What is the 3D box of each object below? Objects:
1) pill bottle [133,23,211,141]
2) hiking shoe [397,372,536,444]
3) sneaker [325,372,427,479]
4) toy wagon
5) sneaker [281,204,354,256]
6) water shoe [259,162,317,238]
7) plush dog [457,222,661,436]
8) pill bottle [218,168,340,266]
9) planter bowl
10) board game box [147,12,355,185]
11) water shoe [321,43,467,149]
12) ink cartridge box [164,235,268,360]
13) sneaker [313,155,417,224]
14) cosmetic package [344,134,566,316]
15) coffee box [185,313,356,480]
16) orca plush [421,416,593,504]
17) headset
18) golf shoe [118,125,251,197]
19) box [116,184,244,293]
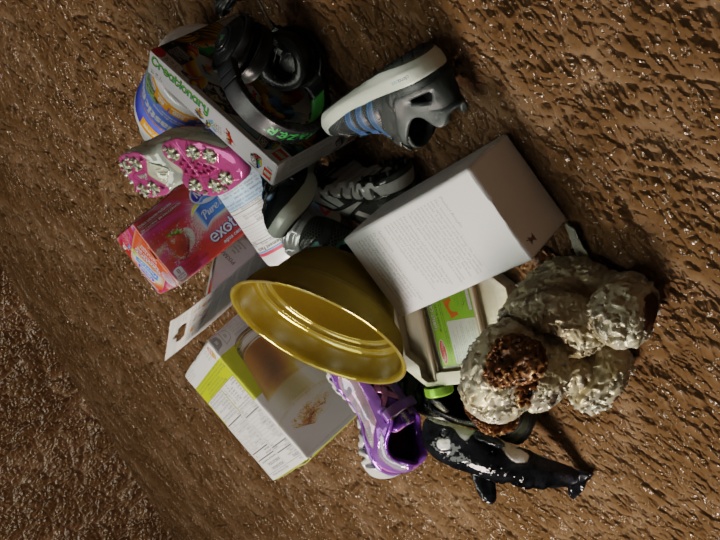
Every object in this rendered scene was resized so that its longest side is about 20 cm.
[{"bbox_3d":[-0.210,-0.207,1.455,0.112,0.112,0.200,52,156,-2],"label":"pill bottle"},{"bbox_3d":[0.105,0.137,1.401,0.200,0.076,0.101,12,165,43],"label":"hiking shoe"},{"bbox_3d":[0.025,0.151,1.406,0.088,0.080,0.201,0,113,64],"label":"sneaker"},{"bbox_3d":[0.079,0.057,1.296,0.199,0.040,0.156,-10,96,36],"label":"toy wagon"},{"bbox_3d":[0.000,0.000,1.357,0.091,0.078,0.200,23,174,44],"label":"sneaker"},{"bbox_3d":[-0.093,-0.106,1.306,0.079,0.200,0.072,33,117,-17],"label":"water shoe"},{"bbox_3d":[0.159,0.069,1.113,0.160,0.172,0.200,42,156,20],"label":"plush dog"},{"bbox_3d":[-0.093,-0.075,1.440,0.200,0.109,0.109,55,156,-10],"label":"pill bottle"},{"bbox_3d":[-0.029,0.033,1.265,0.200,0.084,0.201,22,156,10],"label":"planter bowl"},{"bbox_3d":[-0.113,-0.185,1.288,0.200,0.126,0.035,42,141,18],"label":"board game box"},{"bbox_3d":[0.027,-0.144,1.143,0.079,0.071,0.200,58,156,-5],"label":"water shoe"},{"bbox_3d":[-0.202,0.022,1.663,0.050,0.200,0.162,47,156,9],"label":"ink cartridge box"},{"bbox_3d":[0.004,-0.073,1.321,0.200,0.066,0.091,5,128,56],"label":"sneaker"},{"bbox_3d":[0.086,-0.039,1.156,0.102,0.071,0.200,53,142,-8],"label":"cosmetic package"},{"bbox_3d":[-0.085,0.131,1.612,0.198,0.200,0.200,49,156,2],"label":"coffee box"},{"bbox_3d":[0.158,0.232,1.381,0.199,0.071,0.105,22,170,-16],"label":"orca plush"},{"bbox_3d":[-0.104,-0.216,1.248,0.094,0.123,0.201,-34,64,41],"label":"headset"},{"bbox_3d":[-0.182,-0.131,1.337,0.199,0.092,0.076,4,130,43],"label":"golf shoe"},{"bbox_3d":[-0.193,-0.070,1.511,0.096,0.200,0.100,52,157,-8],"label":"box"}]
